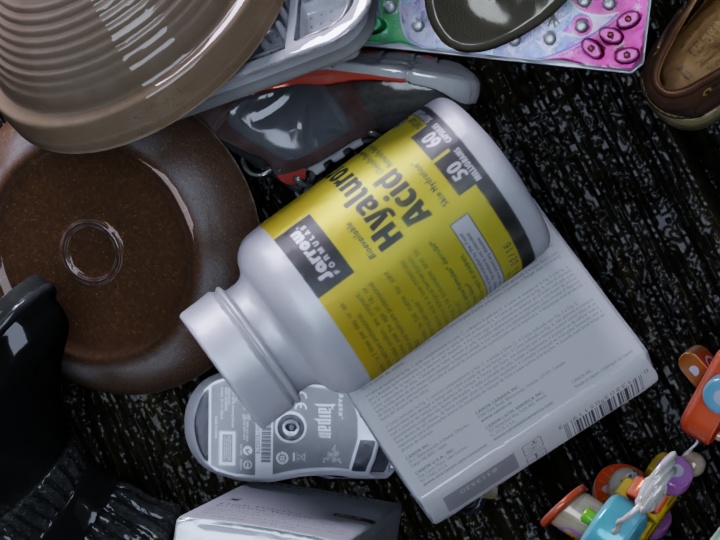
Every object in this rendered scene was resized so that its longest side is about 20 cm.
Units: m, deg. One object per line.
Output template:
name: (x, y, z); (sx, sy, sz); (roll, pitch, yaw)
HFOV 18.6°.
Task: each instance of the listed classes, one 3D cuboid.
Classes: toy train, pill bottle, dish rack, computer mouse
toy train: (0.167, 0.106, 1.269); (0.056, 0.200, 0.150); (33, 121, 15)
pill bottle: (0.000, 0.000, 1.259); (0.200, 0.111, 0.111); (-37, 86, -5)
dish rack: (-0.073, -0.159, 1.307); (0.200, 0.044, 0.172); (-17, 47, 20)
computer mouse: (-0.008, 0.092, 1.355); (0.199, 0.044, 0.110); (3, 97, 3)

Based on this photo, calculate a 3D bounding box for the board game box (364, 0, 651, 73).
board game box: (0.084, -0.230, 1.337); (0.199, 0.026, 0.201); (7, 93, 8)

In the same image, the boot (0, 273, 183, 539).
boot: (-0.177, 0.116, 1.339); (0.158, 0.079, 0.211); (32, 129, 11)

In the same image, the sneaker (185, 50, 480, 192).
sneaker: (-0.021, -0.090, 1.341); (0.199, 0.077, 0.082); (0, 100, 20)

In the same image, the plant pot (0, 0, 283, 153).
plant pot: (-0.148, -0.172, 1.271); (0.200, 0.093, 0.201); (-19, 45, 21)

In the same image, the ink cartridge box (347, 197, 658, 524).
ink cartridge box: (0.057, 0.029, 1.318); (0.161, 0.050, 0.200); (-32, 58, -3)

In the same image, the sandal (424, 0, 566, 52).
sandal: (0.123, -0.203, 1.290); (0.200, 0.054, 0.080); (-29, 87, 9)

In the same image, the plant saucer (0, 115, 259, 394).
plant saucer: (-0.159, -0.015, 1.352); (0.200, 0.037, 0.201); (5, 106, 17)

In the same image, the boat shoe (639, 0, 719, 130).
boat shoe: (0.241, -0.168, 1.289); (0.072, 0.068, 0.200); (42, 97, 14)

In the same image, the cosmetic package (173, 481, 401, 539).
cosmetic package: (-0.041, 0.171, 1.280); (0.101, 0.200, 0.074); (8, 93, 8)

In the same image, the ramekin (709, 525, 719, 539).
ramekin: (0.232, 0.196, 1.245); (0.098, 0.200, 0.200); (36, 97, 14)
